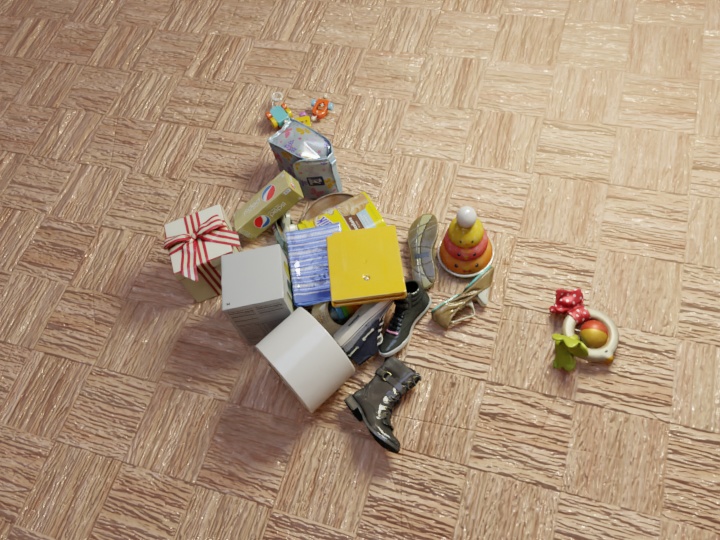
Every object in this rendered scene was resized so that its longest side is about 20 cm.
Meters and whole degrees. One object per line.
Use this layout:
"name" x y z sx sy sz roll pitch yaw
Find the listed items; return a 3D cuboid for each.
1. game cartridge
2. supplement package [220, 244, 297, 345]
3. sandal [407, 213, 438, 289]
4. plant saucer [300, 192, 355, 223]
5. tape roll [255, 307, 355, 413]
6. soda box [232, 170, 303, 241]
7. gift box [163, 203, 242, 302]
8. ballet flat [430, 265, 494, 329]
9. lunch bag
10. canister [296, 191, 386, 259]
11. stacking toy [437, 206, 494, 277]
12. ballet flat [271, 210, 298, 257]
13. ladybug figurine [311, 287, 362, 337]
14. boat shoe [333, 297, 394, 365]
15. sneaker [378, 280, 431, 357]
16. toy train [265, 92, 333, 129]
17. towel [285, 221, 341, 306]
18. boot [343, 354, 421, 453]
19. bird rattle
"game cartridge" 0.010 -0.013 1.588 0.174 0.033 0.202 -7 53 0
"supplement package" -0.238 0.063 1.648 0.149 0.201 0.153 -11 59 4
"sandal" 0.164 -0.047 1.726 0.079 0.054 0.203 -4 74 15
"plant saucer" -0.064 -0.119 1.816 0.197 0.037 0.203 -5 60 9
"tape roll" -0.127 0.205 1.543 0.139 0.203 0.202 -41 61 -14
"soda box" -0.250 -0.171 1.802 0.199 0.064 0.068 -37 49 18
"gift box" -0.389 -0.040 1.746 0.183 0.187 0.201 -25 58 -4
"ballet flat" 0.262 0.073 1.632 0.199 0.068 0.073 -37 80 -11
"lunch bag" -0.141 -0.294 1.854 0.199 0.170 0.127 32 69 24
"canister" -0.045 -0.101 1.731 0.198 0.087 0.149 -28 61 -7
"stacking toy" 0.254 -0.088 1.641 0.144 0.201 0.148 -5 59 8
"ballet flat" -0.200 -0.115 1.815 0.068 0.072 0.201 -6 51 -32
"ladybug figurine" -0.031 0.090 1.655 0.198 0.072 0.137 -23 86 -6
"boat shoe" 0.029 0.133 1.594 0.200 0.093 0.075 -43 17 4
"sneaker" 0.092 0.106 1.609 0.070 0.100 0.201 17 60 40
"toy train" -0.185 -0.471 2.036 0.197 0.056 0.152 12 62 14
"towel" -0.104 -0.016 1.639 0.143 0.024 0.203 -10 69 1
"boot" 0.072 0.293 1.528 0.174 0.070 0.200 -39 54 -12
"bird rattle" 0.508 0.139 1.544 0.161 0.113 0.201 16 51 6
